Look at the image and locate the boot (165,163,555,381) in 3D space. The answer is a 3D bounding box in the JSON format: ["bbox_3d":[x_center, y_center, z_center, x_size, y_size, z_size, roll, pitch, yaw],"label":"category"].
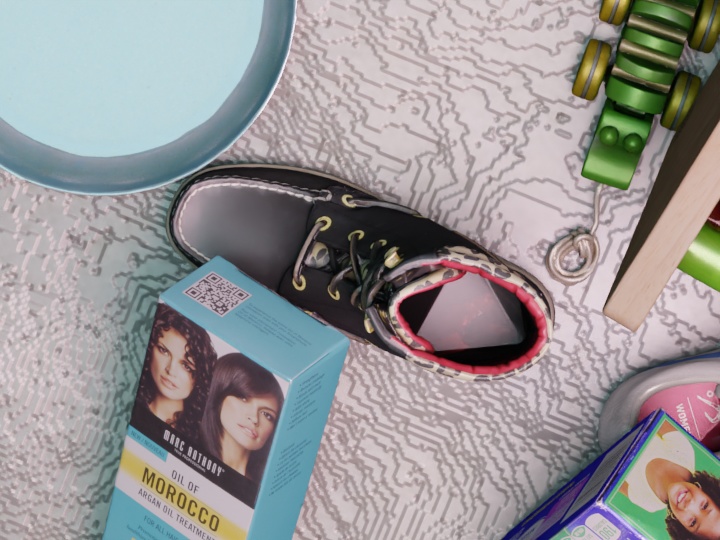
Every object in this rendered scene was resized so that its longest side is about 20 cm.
[{"bbox_3d":[0.001,-0.001,1.405,0.203,0.154,0.074,20,92,0],"label":"boot"}]

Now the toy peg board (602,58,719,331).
[{"bbox_3d":[0.211,-0.074,1.304,0.098,0.199,0.200,30,120,1],"label":"toy peg board"}]

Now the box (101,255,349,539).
[{"bbox_3d":[-0.071,0.097,1.420,0.082,0.049,0.200,32,130,20],"label":"box"}]

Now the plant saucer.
[{"bbox_3d":[-0.130,-0.138,1.462,0.199,0.027,0.201,0,97,3],"label":"plant saucer"}]

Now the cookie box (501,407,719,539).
[{"bbox_3d":[0.165,0.185,1.413,0.200,0.171,0.075,40,53,-2],"label":"cookie box"}]

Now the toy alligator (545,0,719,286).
[{"bbox_3d":[0.134,-0.083,1.439,0.059,0.054,0.200,19,98,1],"label":"toy alligator"}]

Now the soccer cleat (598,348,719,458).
[{"bbox_3d":[0.214,0.061,1.436,0.200,0.086,0.070,-20,95,5],"label":"soccer cleat"}]
